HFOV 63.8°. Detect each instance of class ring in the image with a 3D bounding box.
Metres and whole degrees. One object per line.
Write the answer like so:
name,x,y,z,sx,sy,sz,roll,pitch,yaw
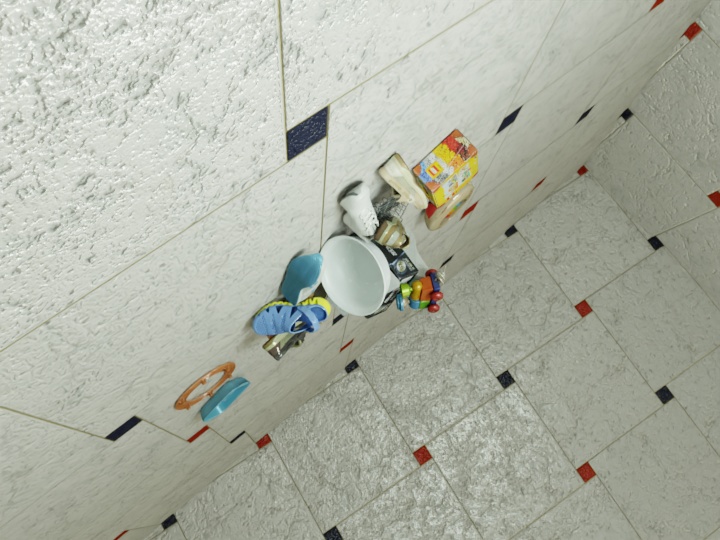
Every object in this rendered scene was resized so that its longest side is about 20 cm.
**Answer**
ring,-0.431,0.330,1.627,0.200,0.019,0.201,-38,167,-10

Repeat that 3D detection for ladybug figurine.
ladybug figurine,0.264,-0.207,1.762,0.200,0.072,0.135,-48,165,29

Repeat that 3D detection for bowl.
bowl,0.000,0.000,1.401,0.090,0.201,0.201,-30,163,-48

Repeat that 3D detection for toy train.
toy train,0.154,0.042,1.514,0.114,0.085,0.201,-8,150,-5

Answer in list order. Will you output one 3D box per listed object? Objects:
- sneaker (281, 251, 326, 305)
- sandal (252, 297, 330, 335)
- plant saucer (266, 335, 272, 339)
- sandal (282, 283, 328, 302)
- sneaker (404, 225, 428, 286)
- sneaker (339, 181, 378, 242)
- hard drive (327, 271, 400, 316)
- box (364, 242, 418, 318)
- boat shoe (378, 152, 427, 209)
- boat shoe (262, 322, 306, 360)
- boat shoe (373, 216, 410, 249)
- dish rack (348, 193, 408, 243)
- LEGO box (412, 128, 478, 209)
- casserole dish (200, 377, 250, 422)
sneaker,-0.125,0.006,1.360,0.081,0.077,0.200,-40,176,-35
sandal,-0.172,0.122,1.420,0.198,0.080,0.087,-14,-151,7
plant saucer,-0.184,0.116,1.605,0.200,0.038,0.200,-40,167,-11
sandal,-0.159,0.085,1.476,0.199,0.082,0.055,-34,-169,-2
sneaker,0.117,-0.031,1.652,0.073,0.202,0.119,-5,147,-27
sneaker,0.008,-0.126,1.264,0.074,0.087,0.200,-38,166,-7
hard drive,-0.012,0.033,1.520,0.199,0.132,0.026,-30,-158,33
box,0.043,0.008,1.608,0.086,0.164,0.200,-19,157,-41
boat shoe,0.097,-0.188,1.308,0.065,0.072,0.200,-35,151,7
boat shoe,-0.182,0.177,1.538,0.073,0.065,0.200,-33,-179,40
boat shoe,0.082,-0.077,1.360,0.072,0.076,0.200,-60,175,15
dish rack,0.058,-0.140,1.439,0.153,0.055,0.201,-34,163,-34
LEGO box,0.222,-0.253,1.482,0.149,0.077,0.200,-42,167,4
casserole dish,-0.429,0.401,1.818,0.200,0.039,0.121,-47,166,19
